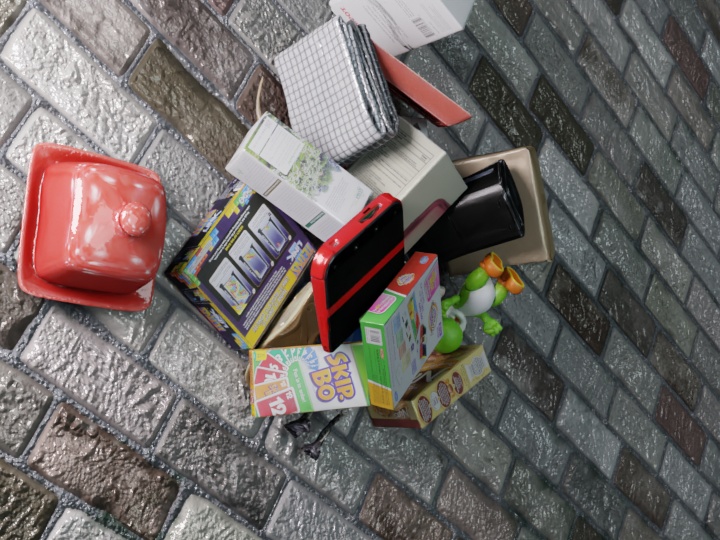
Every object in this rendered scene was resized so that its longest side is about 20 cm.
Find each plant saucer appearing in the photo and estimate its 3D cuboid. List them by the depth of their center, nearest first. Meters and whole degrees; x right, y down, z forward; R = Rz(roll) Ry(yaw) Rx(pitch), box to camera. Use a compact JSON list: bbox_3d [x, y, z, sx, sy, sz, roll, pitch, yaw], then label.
[{"bbox_3d":[0.084,-0.295,1.631,0.199,0.200,0.037,35,95,-6],"label":"plant saucer"}]

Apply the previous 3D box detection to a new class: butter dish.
[{"bbox_3d":[-0.320,-0.059,1.278,0.197,0.147,0.204,12,78,-40],"label":"butter dish"}]

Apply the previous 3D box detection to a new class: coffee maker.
[{"bbox_3d":[0.167,-0.076,1.638,0.135,0.197,0.195,47,31,-48],"label":"coffee maker"}]

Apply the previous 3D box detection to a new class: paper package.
[{"bbox_3d":[0.234,-0.105,1.760,0.103,0.187,0.204,-29,108,-71],"label":"paper package"}]

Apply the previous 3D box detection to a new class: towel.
[{"bbox_3d":[-0.037,-0.268,1.531,0.085,0.164,0.203,-12,82,-48],"label":"towel"}]

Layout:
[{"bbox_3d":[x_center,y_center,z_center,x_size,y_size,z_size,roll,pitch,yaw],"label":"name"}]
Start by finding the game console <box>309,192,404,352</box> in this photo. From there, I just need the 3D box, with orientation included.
[{"bbox_3d":[0.000,0.000,1.454,0.200,0.031,0.179,-42,144,-36],"label":"game console"}]

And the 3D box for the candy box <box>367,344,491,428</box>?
[{"bbox_3d":[0.116,0.193,1.673,0.199,0.114,0.056,-31,105,-40],"label":"candy box"}]

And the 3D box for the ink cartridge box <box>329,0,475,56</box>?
[{"bbox_3d":[0.069,-0.447,1.643,0.145,0.198,0.085,42,58,-30],"label":"ink cartridge box"}]

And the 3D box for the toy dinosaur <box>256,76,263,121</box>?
[{"bbox_3d":[-0.132,-0.182,1.538,0.201,0.060,0.107,58,24,-26],"label":"toy dinosaur"}]

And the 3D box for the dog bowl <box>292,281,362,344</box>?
[{"bbox_3d":[-0.024,0.090,1.600,0.199,0.049,0.113,31,65,-37],"label":"dog bowl"}]

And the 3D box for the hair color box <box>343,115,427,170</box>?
[{"bbox_3d":[0.028,-0.202,1.671,0.198,0.063,0.113,-2,87,-41],"label":"hair color box"}]

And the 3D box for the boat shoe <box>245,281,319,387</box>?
[{"bbox_3d":[-0.103,0.094,1.498,0.072,0.065,0.201,38,89,-22],"label":"boat shoe"}]

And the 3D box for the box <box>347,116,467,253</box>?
[{"bbox_3d":[0.049,-0.117,1.569,0.200,0.128,0.109,-45,141,-2],"label":"box"}]

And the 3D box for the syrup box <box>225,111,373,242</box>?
[{"bbox_3d":[-0.088,-0.131,1.450,0.199,0.081,0.079,36,60,-14],"label":"syrup box"}]

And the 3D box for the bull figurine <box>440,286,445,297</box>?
[{"bbox_3d":[0.063,0.025,1.664,0.198,0.065,0.122,28,31,-29],"label":"bull figurine"}]

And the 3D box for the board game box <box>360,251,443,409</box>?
[{"bbox_3d":[0.068,0.089,1.515,0.200,0.040,0.155,-48,140,-48],"label":"board game box"}]

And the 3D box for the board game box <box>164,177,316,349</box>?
[{"bbox_3d":[-0.172,-0.014,1.470,0.166,0.056,0.201,52,54,-28],"label":"board game box"}]

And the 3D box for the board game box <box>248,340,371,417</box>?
[{"bbox_3d":[-0.066,0.159,1.468,0.197,0.030,0.098,-3,92,-24],"label":"board game box"}]

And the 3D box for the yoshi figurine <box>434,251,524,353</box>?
[{"bbox_3d":[0.182,0.072,1.693,0.113,0.200,0.112,53,21,17],"label":"yoshi figurine"}]

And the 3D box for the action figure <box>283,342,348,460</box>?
[{"bbox_3d":[-0.035,0.189,1.548,0.200,0.102,0.119,-47,115,-18],"label":"action figure"}]
